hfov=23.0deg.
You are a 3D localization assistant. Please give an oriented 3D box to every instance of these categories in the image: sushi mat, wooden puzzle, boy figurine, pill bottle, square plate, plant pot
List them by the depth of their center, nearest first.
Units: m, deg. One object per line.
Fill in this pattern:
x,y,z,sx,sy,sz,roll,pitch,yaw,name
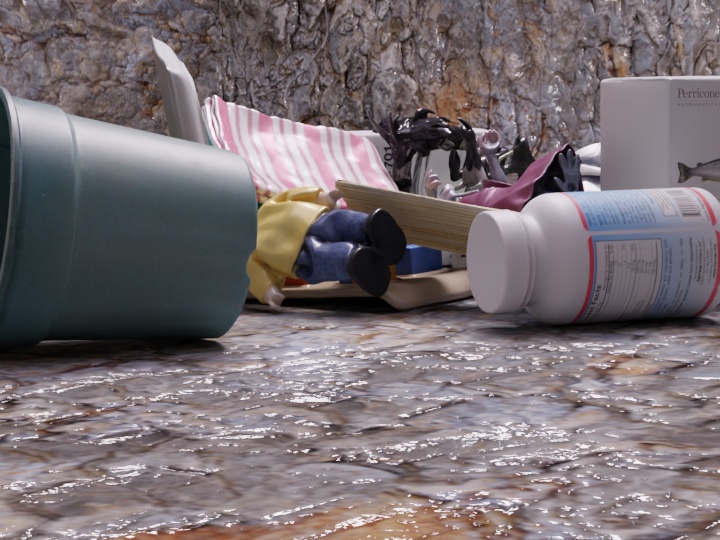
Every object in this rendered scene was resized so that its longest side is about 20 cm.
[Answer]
-0.193,-0.030,1.347,0.196,0.201,0.200,5,3,-24,plant pot
0.194,-0.011,1.450,0.200,0.109,0.109,-2,6,-18,pill bottle
0.076,-0.038,1.564,0.200,0.012,0.096,12,-27,29,sushi mat
-0.062,-0.019,1.568,0.200,0.124,0.064,4,-29,38,boy figurine
0.000,0.000,1.654,0.200,0.046,0.185,4,7,34,wooden puzzle
-0.164,-0.119,1.706,0.028,0.200,0.198,-13,18,-7,square plate

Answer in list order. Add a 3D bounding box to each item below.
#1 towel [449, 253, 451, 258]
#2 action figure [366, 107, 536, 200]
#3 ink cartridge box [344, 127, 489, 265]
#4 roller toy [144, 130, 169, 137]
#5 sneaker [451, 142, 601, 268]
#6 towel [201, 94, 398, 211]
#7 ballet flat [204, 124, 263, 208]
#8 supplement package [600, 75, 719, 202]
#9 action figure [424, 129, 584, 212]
0.209,-0.047,1.847,0.200,0.023,0.153,-2,-29,-25,towel
0.088,-0.107,1.800,0.200,0.102,0.119,11,-8,-39,action figure
0.039,-0.076,1.889,0.200,0.147,0.086,-5,8,-35,ink cartridge box
-0.257,-0.049,1.694,0.200,0.140,0.182,-17,9,-32,roller toy
0.188,-0.023,1.714,0.199,0.080,0.130,-28,48,7,sneaker
-0.048,-0.101,1.699,0.200,0.030,0.146,10,33,-30,towel
-0.103,-0.084,1.731,0.064,0.067,0.200,31,23,-38,ballet flat
0.296,-0.076,1.614,0.117,0.200,0.117,-4,7,-23,supplement package
0.135,-0.051,1.667,0.134,0.149,0.200,-34,12,-34,action figure
